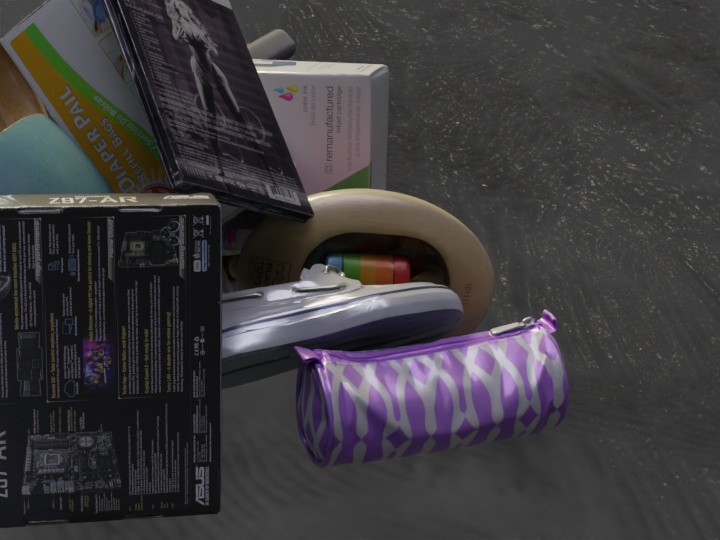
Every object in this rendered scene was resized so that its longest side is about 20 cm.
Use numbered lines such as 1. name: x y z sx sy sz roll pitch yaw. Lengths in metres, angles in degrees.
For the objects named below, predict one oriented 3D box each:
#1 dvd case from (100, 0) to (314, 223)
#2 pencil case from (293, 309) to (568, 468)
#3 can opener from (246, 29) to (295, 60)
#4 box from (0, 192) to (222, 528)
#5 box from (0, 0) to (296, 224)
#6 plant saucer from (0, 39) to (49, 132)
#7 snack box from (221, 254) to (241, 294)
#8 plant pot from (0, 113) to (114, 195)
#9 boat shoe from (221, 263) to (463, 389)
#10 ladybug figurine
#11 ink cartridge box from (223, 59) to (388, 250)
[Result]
1. dvd case: -0.111 -0.131 1.024 0.148 0.016 0.202 12 51 -57
2. pencil case: 0.051 0.082 1.029 0.198 0.087 0.084 -9 28 -22
3. can opener: -0.119 -0.173 1.447 0.067 0.053 0.200 47 40 2
4. box: -0.166 0.055 0.921 0.158 0.203 0.044 -2 13 -13
5. box: -0.151 -0.120 1.091 0.101 0.201 0.113 -33 6 17
6. plant saucer: -0.323 -0.130 1.232 0.035 0.201 0.201 -25 28 16
7. snack box: -0.011 0.007 1.191 0.197 0.025 0.072 -5 34 -19
8. plant pot: -0.220 0.015 1.010 0.134 0.201 0.200 35 36 1
9. boat shoe: -0.027 0.026 1.036 0.197 0.074 0.067 -10 63 -17
10. ladybug figurine: 0.000 0.000 1.108 0.197 0.137 0.072 8 19 -11
11. ink cartridge box: -0.082 -0.093 1.188 0.197 0.147 0.088 4 13 10
